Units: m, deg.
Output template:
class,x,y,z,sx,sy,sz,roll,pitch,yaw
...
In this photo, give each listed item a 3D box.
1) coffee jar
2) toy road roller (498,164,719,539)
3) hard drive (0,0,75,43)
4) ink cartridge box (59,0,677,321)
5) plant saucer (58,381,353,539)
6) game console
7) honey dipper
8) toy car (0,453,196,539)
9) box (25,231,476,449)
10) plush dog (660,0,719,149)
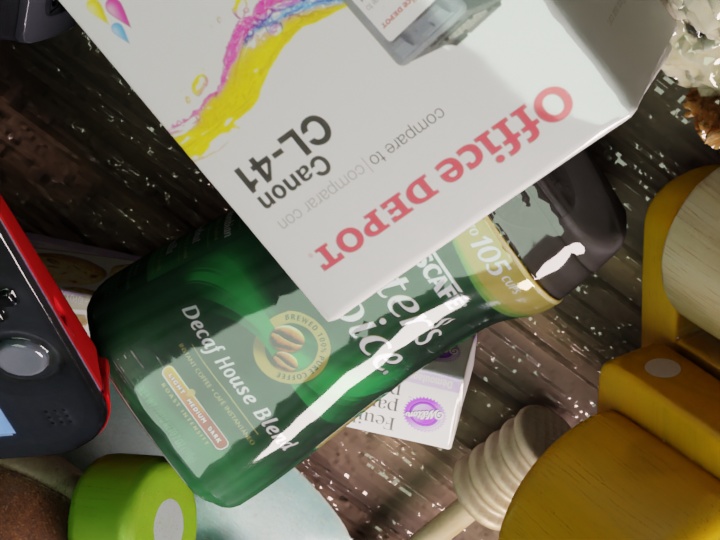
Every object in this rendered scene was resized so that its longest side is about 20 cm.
class,x,y,z,sx,sy,sz,roll,pitch,yaw
coffee jar,0.000,0.000,1.046,0.200,0.085,0.104,-34,99,13
toy road roller,0.133,0.071,1.028,0.123,0.146,0.200,35,135,45
hard drive,-0.174,-0.179,1.019,0.135,0.042,0.200,7,124,9
ink cartridge box,-0.012,-0.106,0.914,0.148,0.086,0.200,-35,100,29
plant saucer,-0.094,0.134,1.181,0.201,0.039,0.201,15,133,17
game console,-0.205,0.018,0.994,0.200,0.031,0.177,-6,144,16
honey dipper,0.019,0.124,1.182,0.038,0.038,0.200,40,126,-14
toy car,-0.155,0.180,1.072,0.164,0.200,0.158,1,142,27
box,-0.053,0.028,1.129,0.200,0.041,0.039,13,124,5
plush dog,0.151,-0.132,0.940,0.172,0.160,0.200,-32,83,43
